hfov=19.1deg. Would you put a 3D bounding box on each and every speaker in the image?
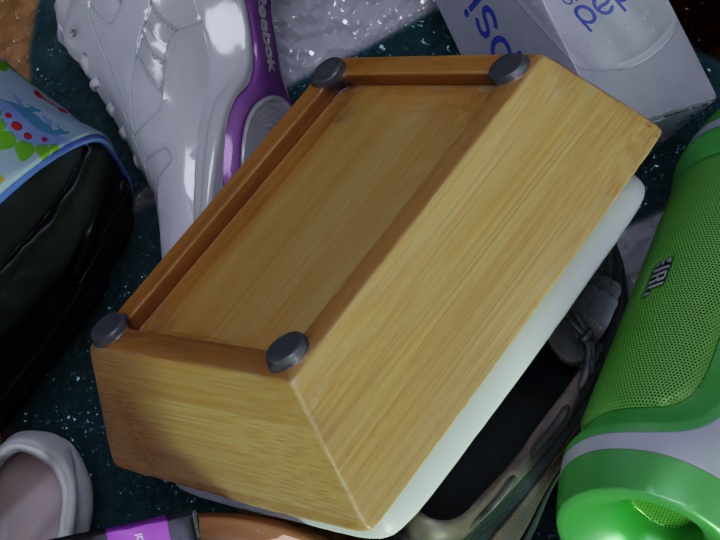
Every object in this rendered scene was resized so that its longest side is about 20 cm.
[{"bbox_3d":[0.140,0.027,0.830,0.088,0.089,0.201,21,55,7],"label":"speaker"}]

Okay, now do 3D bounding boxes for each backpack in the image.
[{"bbox_3d":[-0.194,-0.001,0.834,0.147,0.183,0.200,40,78,9],"label":"backpack"}]

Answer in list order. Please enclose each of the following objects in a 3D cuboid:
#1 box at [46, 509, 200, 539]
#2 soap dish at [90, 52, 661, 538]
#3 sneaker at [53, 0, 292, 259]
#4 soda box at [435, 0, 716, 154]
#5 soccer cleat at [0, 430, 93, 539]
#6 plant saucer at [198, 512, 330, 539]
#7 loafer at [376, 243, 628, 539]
[{"bbox_3d":[-0.140,0.172,0.731,0.198,0.036,0.144,-10,73,-7],"label":"box"},{"bbox_3d":[0.000,0.000,0.820,0.200,0.157,0.081,-52,123,-24],"label":"soap dish"},{"bbox_3d":[-0.079,-0.080,0.914,0.099,0.075,0.202,-8,79,25],"label":"sneaker"},{"bbox_3d":[0.068,-0.137,0.899,0.063,0.068,0.201,-16,76,-31],"label":"soda box"},{"bbox_3d":[-0.146,0.162,0.849,0.069,0.078,0.202,6,78,4],"label":"soccer cleat"},{"bbox_3d":[-0.055,0.191,0.783,0.198,0.032,0.202,-1,87,11],"label":"plant saucer"},{"bbox_3d":[0.062,0.042,0.840,0.071,0.063,0.201,17,56,12],"label":"loafer"}]
